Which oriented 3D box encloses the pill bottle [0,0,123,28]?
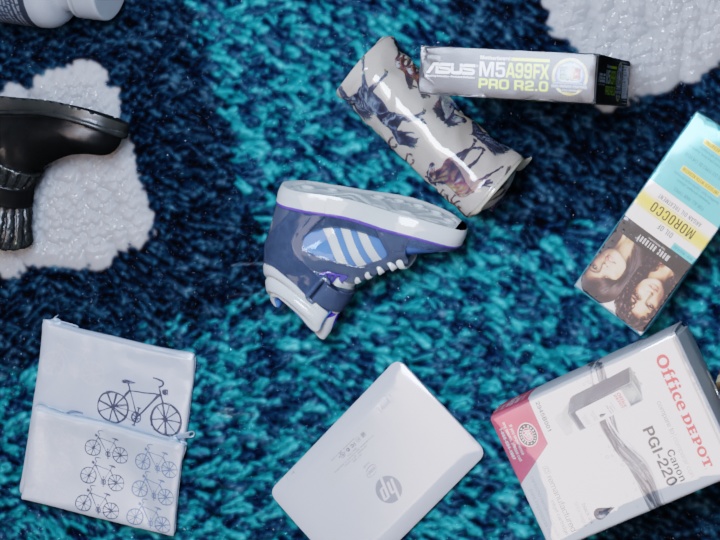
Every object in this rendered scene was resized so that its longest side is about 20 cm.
[{"bbox_3d":[-0.342,-0.309,1.760,0.198,0.119,0.121,10,98,16],"label":"pill bottle"}]

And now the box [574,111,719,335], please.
[{"bbox_3d":[0.290,-0.044,1.627,0.082,0.049,0.201,36,104,11],"label":"box"}]

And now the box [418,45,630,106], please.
[{"bbox_3d":[0.153,-0.176,1.579,0.158,0.200,0.045,6,96,17],"label":"box"}]

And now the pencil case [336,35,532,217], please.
[{"bbox_3d":[0.067,-0.141,1.673,0.200,0.089,0.078,44,133,9],"label":"pencil case"}]

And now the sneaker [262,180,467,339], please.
[{"bbox_3d":[0.000,0.000,1.710,0.198,0.081,0.148,12,106,12],"label":"sneaker"}]

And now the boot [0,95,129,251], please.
[{"bbox_3d":[-0.339,-0.097,1.798,0.209,0.079,0.160,8,94,22],"label":"boot"}]

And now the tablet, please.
[{"bbox_3d":[0.016,0.204,1.751,0.130,0.014,0.200,46,106,8],"label":"tablet"}]

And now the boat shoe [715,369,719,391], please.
[{"bbox_3d":[0.425,0.078,1.596,0.198,0.072,0.073,-10,61,28],"label":"boat shoe"}]

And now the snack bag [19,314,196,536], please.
[{"bbox_3d":[-0.264,0.163,1.829,0.187,0.021,0.202,12,98,16],"label":"snack bag"}]

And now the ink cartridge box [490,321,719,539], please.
[{"bbox_3d":[0.244,0.157,1.641,0.199,0.085,0.147,-26,87,15],"label":"ink cartridge box"}]
